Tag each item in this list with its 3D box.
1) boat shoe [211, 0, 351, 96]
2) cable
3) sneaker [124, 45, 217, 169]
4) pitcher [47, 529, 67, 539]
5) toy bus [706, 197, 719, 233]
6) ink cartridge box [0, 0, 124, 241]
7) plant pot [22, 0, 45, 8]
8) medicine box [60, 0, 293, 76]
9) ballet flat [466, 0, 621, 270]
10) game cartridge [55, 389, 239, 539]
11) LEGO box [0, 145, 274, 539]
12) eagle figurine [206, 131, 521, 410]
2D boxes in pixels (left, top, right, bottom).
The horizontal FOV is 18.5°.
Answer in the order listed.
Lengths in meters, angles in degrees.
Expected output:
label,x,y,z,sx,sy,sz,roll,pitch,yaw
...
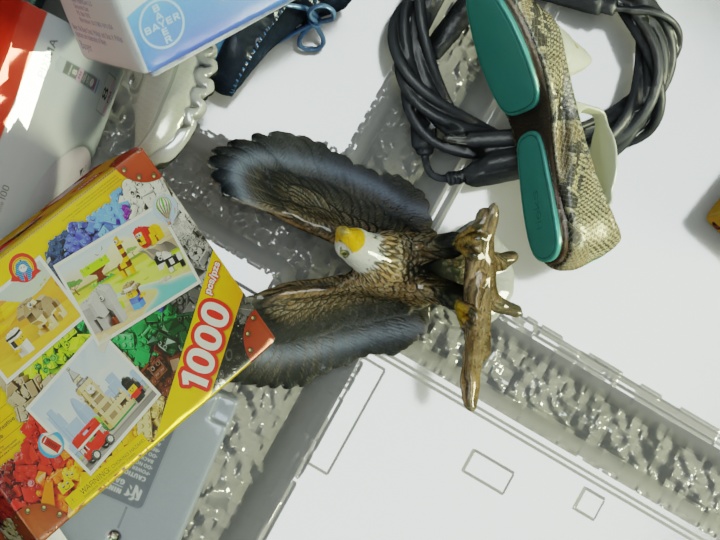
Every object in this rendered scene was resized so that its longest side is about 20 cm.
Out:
label,x,y,z,sx,sy,sz,roll,pitch,yaw
boat shoe,-0.032,-0.196,1.462,0.068,0.084,0.201,34,87,-7
cable,0.120,-0.147,1.497,0.198,0.051,0.165,-13,84,-4
sneaker,-0.134,-0.159,1.428,0.080,0.075,0.202,15,63,-24
pitcher,-0.292,0.151,1.386,0.198,0.121,0.173,-11,97,5
toy bus,0.329,-0.090,1.504,0.078,0.065,0.200,39,85,-2
ink cartridge box,-0.212,-0.080,1.377,0.057,0.200,0.164,19,86,4
plant pot,-0.248,-0.236,1.416,0.140,0.141,0.202,18,91,-5
medicine box,-0.110,-0.249,1.326,0.181,0.103,0.201,-30,114,-20
ballet flat,0.126,-0.102,1.442,0.075,0.068,0.202,-17,92,-27
game cartridge,-0.194,0.104,1.443,0.199,0.040,0.134,24,92,-2
LEGO box,-0.175,0.046,1.334,0.200,0.077,0.149,-41,102,-27
eagle figurine,-0.002,-0.005,1.442,0.198,0.152,0.152,4,43,26
